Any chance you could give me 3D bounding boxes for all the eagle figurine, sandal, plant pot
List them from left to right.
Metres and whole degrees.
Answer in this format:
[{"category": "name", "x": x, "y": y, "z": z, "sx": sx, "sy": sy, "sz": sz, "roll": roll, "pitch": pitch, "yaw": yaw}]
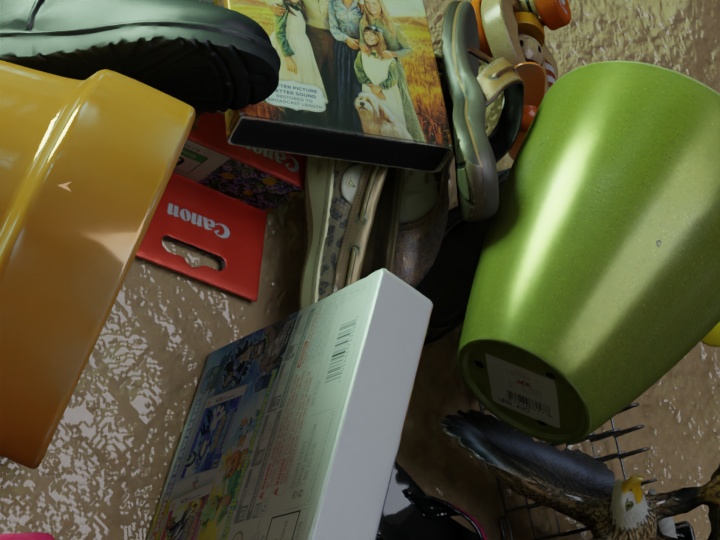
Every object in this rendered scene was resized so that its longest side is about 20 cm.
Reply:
[{"category": "plant pot", "x": -0.206, "y": -0.029, "z": 0.682, "sx": 0.182, "sy": 0.200, "sz": 0.202, "roll": 25, "pitch": 58, "yaw": -10}, {"category": "sandal", "x": 0.047, "y": 0.180, "z": 0.876, "sx": 0.200, "sy": 0.045, "sz": 0.075, "roll": 44, "pitch": 58, "yaw": -15}, {"category": "sandal", "x": 0.084, "y": -0.108, "z": 0.892, "sx": 0.201, "sy": 0.054, "sz": 0.082, "roll": -91, "pitch": 174, "yaw": -53}, {"category": "eagle figurine", "x": 0.147, "y": 0.166, "z": 0.864, "sx": 0.152, "sy": 0.197, "sz": 0.153, "roll": -92, "pitch": 178, "yaw": -66}, {"category": "plant pot", "x": 0.150, "y": 0.004, "z": 0.858, "sx": 0.187, "sy": 0.187, "sz": 0.201, "roll": 45, "pitch": 60, "yaw": -15}]

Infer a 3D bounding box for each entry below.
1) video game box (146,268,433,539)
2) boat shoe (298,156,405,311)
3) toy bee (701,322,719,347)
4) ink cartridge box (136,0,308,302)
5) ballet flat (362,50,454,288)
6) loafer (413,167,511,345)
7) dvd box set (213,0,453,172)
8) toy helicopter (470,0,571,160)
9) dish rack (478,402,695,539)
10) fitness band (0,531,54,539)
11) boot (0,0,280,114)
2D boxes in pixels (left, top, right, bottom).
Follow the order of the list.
[{"category": "video game box", "x": -0.050, "y": 0.117, "z": 0.739, "sx": 0.047, "sy": 0.181, "sz": 0.202, "roll": 33, "pitch": 55, "yaw": -27}, {"category": "boat shoe", "x": 0.000, "y": 0.000, "z": 0.874, "sx": 0.073, "sy": 0.062, "sz": 0.203, "roll": 8, "pitch": 80, "yaw": -72}, {"category": "toy bee", "x": 0.224, "y": 0.007, "z": 1.027, "sx": 0.129, "sy": 0.110, "sz": 0.200, "roll": 18, "pitch": 19, "yaw": 7}, {"category": "ink cartridge box", "x": -0.087, "y": -0.093, "z": 0.878, "sx": 0.108, "sy": 0.050, "sz": 0.202, "roll": 22, "pitch": 60, "yaw": -30}, {"category": "ballet flat", "x": 0.033, "y": -0.078, "z": 0.951, "sx": 0.068, "sy": 0.067, "sz": 0.202, "roll": 78, "pitch": 20, "yaw": -50}, {"category": "loafer", "x": 0.090, "y": -0.022, "z": 0.975, "sx": 0.073, "sy": 0.072, "sz": 0.200, "roll": 51, "pitch": 51, "yaw": -11}, {"category": "dvd box set", "x": -0.023, "y": -0.160, "z": 0.873, "sx": 0.145, "sy": 0.029, "sz": 0.202, "roll": 7, "pitch": 56, "yaw": -23}, {"category": "toy helicopter", "x": 0.144, "y": -0.125, "z": 1.048, "sx": 0.201, "sy": 0.078, "sz": 0.133, "roll": 61, "pitch": 23, "yaw": -23}, {"category": "dish rack", "x": 0.155, "y": 0.129, "z": 0.980, "sx": 0.152, "sy": 0.054, "sz": 0.203, "roll": -2, "pitch": 73, "yaw": -39}, {"category": "fitness band", "x": -0.233, "y": 0.148, "z": 0.607, "sx": 0.198, "sy": 0.143, "sz": 0.038, "roll": -1, "pitch": 71, "yaw": -39}, {"category": "boot", "x": -0.135, "y": -0.183, "z": 0.803, "sx": 0.077, "sy": 0.197, "sz": 0.170, "roll": 63, "pitch": 31, "yaw": -62}]
